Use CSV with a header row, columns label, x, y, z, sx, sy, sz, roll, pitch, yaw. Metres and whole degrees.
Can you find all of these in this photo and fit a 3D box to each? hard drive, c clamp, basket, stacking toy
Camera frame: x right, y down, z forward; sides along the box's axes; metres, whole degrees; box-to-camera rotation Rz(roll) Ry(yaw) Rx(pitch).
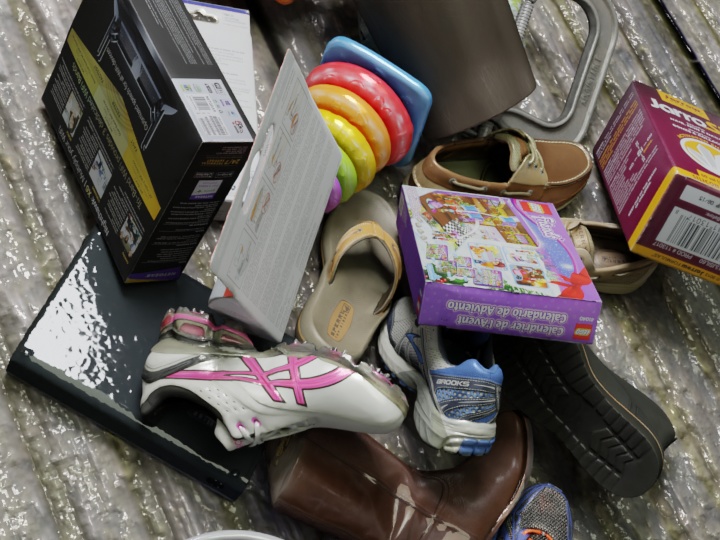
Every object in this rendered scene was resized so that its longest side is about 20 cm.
label,x,y,z,sx,sy,sz,roll,pitch,yaw
hard drive,-0.151,0.068,1.059,0.199,0.033,0.140,31,55,-7
c clamp,0.164,-0.199,1.313,0.170,0.027,0.202,28,81,-20
basket,0.065,-0.230,1.205,0.135,0.180,0.202,-27,105,-8
stacking toy,-0.035,-0.088,1.152,0.109,0.116,0.201,31,59,7

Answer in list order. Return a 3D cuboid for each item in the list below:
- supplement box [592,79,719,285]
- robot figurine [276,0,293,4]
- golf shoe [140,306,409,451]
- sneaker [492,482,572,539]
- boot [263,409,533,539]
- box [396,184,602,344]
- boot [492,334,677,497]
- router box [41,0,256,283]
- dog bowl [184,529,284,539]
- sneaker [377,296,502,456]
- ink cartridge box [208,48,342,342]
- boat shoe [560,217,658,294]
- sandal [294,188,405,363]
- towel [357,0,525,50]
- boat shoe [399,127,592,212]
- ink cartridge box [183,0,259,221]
label,x,y,z,sx,sy,sz,roll,pitch,yaw
supplement box,0.295,-0.083,1.266,0.109,0.086,0.201,20,28,-13
robot figurine,-0.124,-0.326,1.242,0.199,0.117,0.145,35,65,-4
golf shoe,-0.064,0.095,1.000,0.198,0.073,0.093,13,67,14
sneaker,0.131,0.252,1.057,0.075,0.079,0.202,26,55,-10
boot,0.030,0.142,1.069,0.199,0.064,0.188,31,50,-11
box,0.104,-0.009,1.099,0.135,0.040,0.200,7,24,-6
boot,0.186,0.093,1.164,0.201,0.077,0.138,56,22,8
router box,-0.168,-0.117,1.055,0.052,0.158,0.201,-5,54,-39
dog bowl,-0.089,0.286,0.937,0.198,0.079,0.202,11,59,-19
sneaker,0.072,0.062,1.090,0.076,0.086,0.200,9,23,-20
ink cartridge box,-0.073,-0.051,0.987,0.056,0.200,0.164,14,77,18
boat shoe,0.184,-0.020,1.242,0.198,0.065,0.072,-1,63,-25
sandal,0.000,0.000,1.142,0.080,0.054,0.201,29,42,-9
towel,0.080,-0.283,1.352,0.169,0.048,0.202,11,59,-18
boat shoe,0.132,-0.089,1.247,0.198,0.074,0.076,-14,61,-30
ink cartridge box,-0.139,-0.139,1.177,0.098,0.039,0.202,7,62,-21
